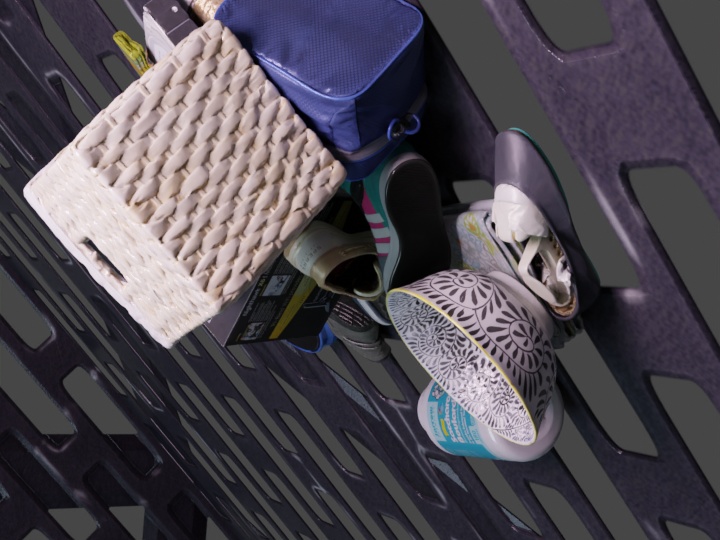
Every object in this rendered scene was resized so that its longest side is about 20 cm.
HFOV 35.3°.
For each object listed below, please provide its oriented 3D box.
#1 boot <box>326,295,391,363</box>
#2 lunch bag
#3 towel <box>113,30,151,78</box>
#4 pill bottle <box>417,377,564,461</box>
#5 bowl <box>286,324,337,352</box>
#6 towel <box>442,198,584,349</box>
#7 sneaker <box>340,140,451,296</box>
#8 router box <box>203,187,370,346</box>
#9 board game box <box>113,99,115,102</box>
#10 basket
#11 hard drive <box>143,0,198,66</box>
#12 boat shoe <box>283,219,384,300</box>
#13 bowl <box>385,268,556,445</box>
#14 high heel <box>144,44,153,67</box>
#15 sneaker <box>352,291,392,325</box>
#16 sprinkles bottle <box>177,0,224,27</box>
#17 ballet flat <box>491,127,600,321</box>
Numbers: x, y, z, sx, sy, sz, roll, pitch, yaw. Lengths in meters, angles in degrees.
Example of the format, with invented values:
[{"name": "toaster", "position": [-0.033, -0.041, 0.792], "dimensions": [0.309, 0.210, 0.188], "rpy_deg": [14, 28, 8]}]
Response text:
[{"name": "boot", "position": [-0.047, 0.049, 1.544], "dimensions": [0.199, 0.068, 0.131], "rpy_deg": [37, 161, 24]}, {"name": "lunch bag", "position": [-0.028, -0.179, 1.038], "dimensions": [0.199, 0.136, 0.133], "rpy_deg": [34, 155, 22]}, {"name": "towel", "position": [-0.209, -0.180, 1.274], "dimensions": [0.201, 0.018, 0.086], "rpy_deg": [57, 174, -35]}, {"name": "pill bottle", "position": [0.144, 0.167, 1.347], "dimensions": [0.111, 0.111, 0.199], "rpy_deg": [50, 156, -12]}, {"name": "bowl", "position": [-0.114, 0.041, 1.672], "dimensions": [0.200, 0.039, 0.201], "rpy_deg": [37, 156, 19]}, {"name": "towel", "position": [0.132, 0.005, 1.188], "dimensions": [0.172, 0.048, 0.199], "rpy_deg": [56, 155, -15]}, {"name": "sneaker", "position": [0.029, -0.059, 1.145], "dimensions": [0.121, 0.083, 0.202], "rpy_deg": [-123, 21, -45]}, {"name": "router box", "position": [-0.068, -0.014, 1.231], "dimensions": [0.052, 0.156, 0.201], "rpy_deg": [45, 118, 29]}, {"name": "board game box", "position": [-0.194, -0.083, 1.186], "dimensions": [0.152, 0.040, 0.203], "rpy_deg": [10, 113, 55]}, {"name": "basket", "position": [-0.148, -0.075, 0.997], "dimensions": [0.199, 0.200, 0.160], "rpy_deg": [48, 151, -11]}, {"name": "hard drive", "position": [-0.154, -0.180, 1.186], "dimensions": [0.201, 0.038, 0.140], "rpy_deg": [51, 166, 3]}, {"name": "boat shoe", "position": [0.000, 0.000, 1.206], "dimensions": [0.199, 0.074, 0.069], "rpy_deg": [7, -145, -53]}, {"name": "bowl", "position": [0.126, 0.064, 1.100], "dimensions": [0.201, 0.094, 0.201], "rpy_deg": [44, 164, 16]}, {"name": "high heel", "position": [-0.236, -0.203, 1.457], "dimensions": [0.143, 0.071, 0.200], "rpy_deg": [54, 158, 4]}, {"name": "sneaker", "position": [-0.035, -0.014, 1.379], "dimensions": [0.146, 0.077, 0.204], "rpy_deg": [-25, 98, 54]}, {"name": "sprinkles bottle", "position": [-0.105, -0.235, 1.165], "dimensions": [0.200, 0.068, 0.068], "rpy_deg": [41, 157, 10]}, {"name": "ballet flat", "position": [0.164, -0.033, 1.041], "dimensions": [0.073, 0.073, 0.201], "rpy_deg": [13, 140, 52]}]
